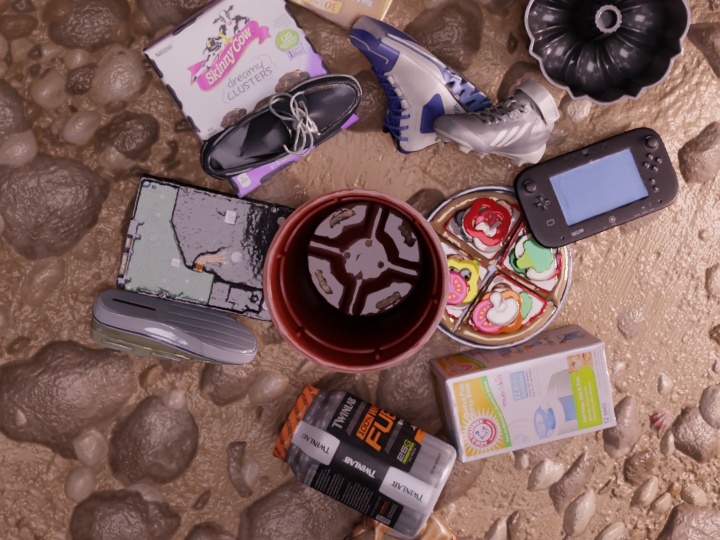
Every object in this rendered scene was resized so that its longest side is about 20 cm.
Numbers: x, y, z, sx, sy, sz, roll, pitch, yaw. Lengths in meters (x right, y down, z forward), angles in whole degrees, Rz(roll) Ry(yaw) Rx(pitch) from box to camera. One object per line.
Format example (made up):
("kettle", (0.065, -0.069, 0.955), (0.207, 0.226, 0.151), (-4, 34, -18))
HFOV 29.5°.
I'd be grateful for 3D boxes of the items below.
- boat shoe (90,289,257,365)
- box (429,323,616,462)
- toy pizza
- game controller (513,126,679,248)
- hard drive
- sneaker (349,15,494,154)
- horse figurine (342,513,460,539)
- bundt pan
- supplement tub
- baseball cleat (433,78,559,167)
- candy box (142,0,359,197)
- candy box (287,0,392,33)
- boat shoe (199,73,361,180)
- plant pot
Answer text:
("boat shoe", (-0.223, 0.076, 1.622), (0.200, 0.072, 0.062), (18, 126, -9))
("box", (0.197, 0.149, 1.674), (0.200, 0.101, 0.113), (-12, 102, -6))
("toy pizza", (0.162, -0.003, 1.659), (0.200, 0.032, 0.201), (0, 91, -7))
("game controller", (0.286, -0.100, 1.653), (0.200, 0.042, 0.104), (-21, 78, -10))
("hard drive", (-0.177, -0.026, 1.616), (0.200, 0.038, 0.140), (12, 99, -11))
("sneaker", (0.057, -0.198, 1.578), (0.199, 0.081, 0.115), (28, 103, -38))
("horse figurine", (0.055, 0.336, 1.707), (0.200, 0.050, 0.133), (25, 73, -4))
("bundt pan", (0.282, -0.298, 1.613), (0.202, 0.076, 0.202), (-2, 101, -8))
("supplement tub", (0.004, 0.223, 1.635), (0.200, 0.123, 0.123), (26, 96, 3))
("baseball cleat", (0.160, -0.179, 1.581), (0.070, 0.200, 0.107), (36, 108, 31))
("candy box", (-0.127, -0.214, 1.569), (0.168, 0.072, 0.200), (-34, 105, -1))
("candy box", (0.004, -0.377, 1.565), (0.115, 0.055, 0.200), (25, 96, -13))
("boat shoe", (-0.087, -0.160, 1.518), (0.200, 0.062, 0.075), (-22, 103, -5))
("plant pot", (0.000, 0.000, 1.556), (0.200, 0.195, 0.201), (0, 97, 3))
